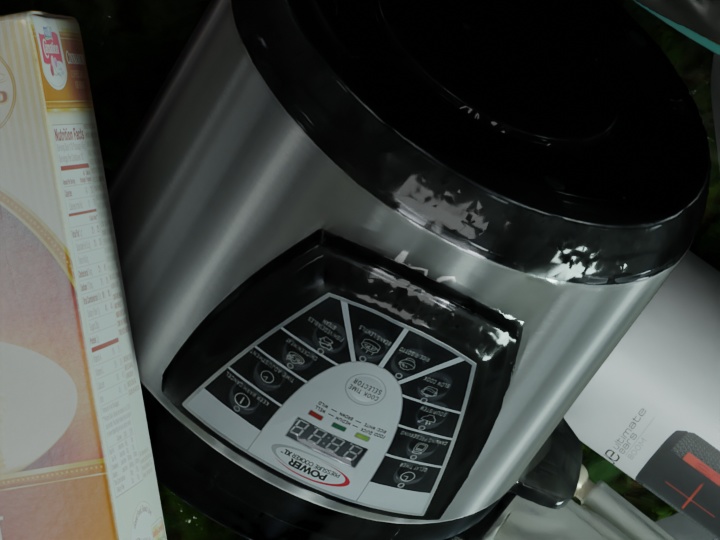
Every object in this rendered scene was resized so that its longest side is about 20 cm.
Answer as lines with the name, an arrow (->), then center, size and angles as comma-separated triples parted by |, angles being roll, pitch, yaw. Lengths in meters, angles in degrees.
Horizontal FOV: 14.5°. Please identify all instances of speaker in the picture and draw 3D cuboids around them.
speaker -> 0.169, 0.077, 1.005 | 0.200, 0.081, 0.081 | 36, 123, 4

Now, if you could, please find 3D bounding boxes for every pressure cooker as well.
pressure cooker -> 0.001, -0.001, 0.934 | 0.178, 0.176, 0.200 | -6, 141, -44

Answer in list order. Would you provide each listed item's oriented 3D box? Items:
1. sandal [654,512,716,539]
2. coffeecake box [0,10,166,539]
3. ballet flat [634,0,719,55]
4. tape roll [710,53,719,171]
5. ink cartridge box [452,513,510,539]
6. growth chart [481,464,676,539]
sandal -> 0.126, 0.137, 1.096 | 0.206, 0.079, 0.059 | -26, 123, 17
coffeecake box -> -0.149, 0.033, 0.856 | 0.153, 0.073, 0.201 | -9, 92, 7
ballet flat -> 0.064, -0.129, 0.876 | 0.199, 0.068, 0.069 | 23, 130, 13
tape roll -> 0.218, -0.020, 0.916 | 0.202, 0.140, 0.203 | 0, 139, 0
ink cartridge box -> -0.002, 0.156, 1.038 | 0.082, 0.200, 0.147 | 19, 126, -9
growth chart -> 0.080, 0.137, 0.975 | 0.145, 0.200, 0.018 | 45, 124, 13
